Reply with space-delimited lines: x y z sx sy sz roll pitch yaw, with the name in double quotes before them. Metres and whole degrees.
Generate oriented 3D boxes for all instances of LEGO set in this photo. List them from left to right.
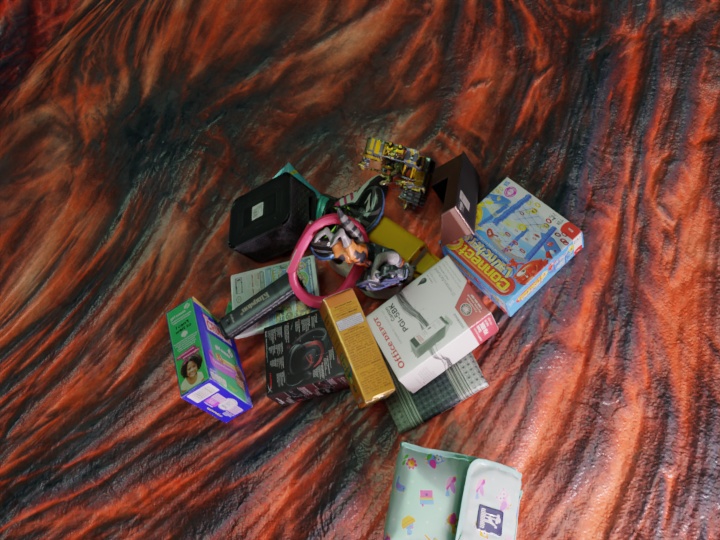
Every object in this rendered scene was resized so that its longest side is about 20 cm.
"LEGO set" 0.076 -0.195 1.158 0.150 0.200 0.119 18 97 11

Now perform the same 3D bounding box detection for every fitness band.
"fitness band" -0.065 -0.018 1.092 0.203 0.141 0.038 -60 16 18

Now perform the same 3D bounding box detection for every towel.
"towel" 0.116 0.175 1.030 0.190 0.035 0.203 -31 56 9

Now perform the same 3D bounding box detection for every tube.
"tube" -0.154 -0.201 1.356 0.077 0.051 0.199 -41 50 -9

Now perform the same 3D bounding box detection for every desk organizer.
"desk organizer" 0.186 -0.145 1.101 0.076 0.072 0.202 -24 31 33

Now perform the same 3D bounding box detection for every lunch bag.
"lunch bag" 0.144 0.375 0.845 0.194 0.123 0.174 7 62 18

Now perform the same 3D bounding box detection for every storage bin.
"storage bin" -0.205 -0.119 1.268 0.196 0.093 0.139 -20 59 29

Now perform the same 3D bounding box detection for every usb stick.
"usb stick" -0.208 0.072 1.146 0.198 0.033 0.056 -35 64 -4

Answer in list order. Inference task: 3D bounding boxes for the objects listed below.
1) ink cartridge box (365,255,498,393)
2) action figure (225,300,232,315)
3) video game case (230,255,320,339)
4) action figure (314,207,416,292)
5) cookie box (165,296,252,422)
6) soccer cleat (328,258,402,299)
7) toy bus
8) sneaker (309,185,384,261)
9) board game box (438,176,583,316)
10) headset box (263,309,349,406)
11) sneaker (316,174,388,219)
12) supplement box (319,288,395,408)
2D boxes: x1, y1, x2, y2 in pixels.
"ink cartridge box" 0.125 0.097 0.993 0.198 0.083 0.148 -37 55 4
"action figure" -0.188 0.079 1.203 0.195 0.055 0.120 14 67 22
"video game case" -0.182 0.056 1.176 0.194 0.018 0.147 -13 64 7
"action figure" 0.026 -0.029 1.004 0.199 0.190 0.107 -13 53 63
"cookie box" -0.312 0.185 1.129 0.074 0.172 0.202 -28 54 2
"soccer cleat" 0.000 0.000 1.148 0.197 0.078 0.070 27 75 33
"toy bus" 0.088 -0.041 1.125 0.065 0.079 0.199 -45 48 -6
"sneaker" -0.027 -0.106 1.127 0.199 0.083 0.071 -42 42 -10
"board game box" 0.286 -0.051 1.060 0.195 0.056 0.200 -42 54 -3
"headset box" -0.089 0.167 1.094 0.195 0.075 0.152 -19 57 14
"sneaker" -0.031 -0.152 1.251 0.119 0.085 0.201 21 59 38
"supplement box" -0.008 0.142 0.997 0.067 0.067 0.204 -20 72 -19
